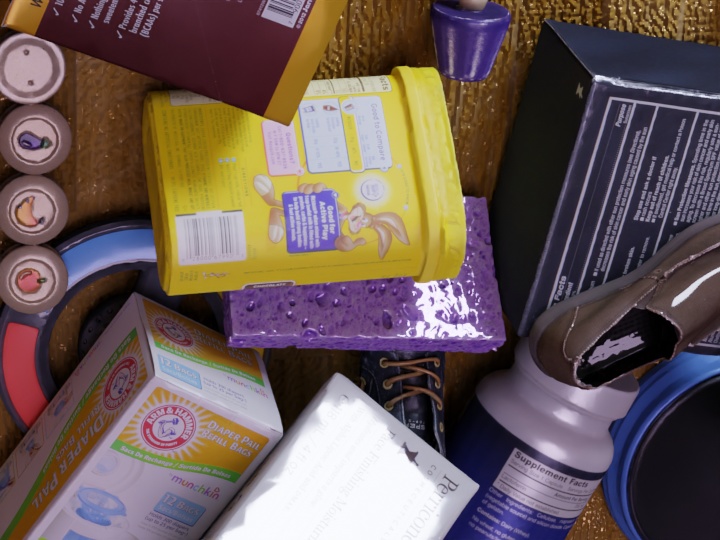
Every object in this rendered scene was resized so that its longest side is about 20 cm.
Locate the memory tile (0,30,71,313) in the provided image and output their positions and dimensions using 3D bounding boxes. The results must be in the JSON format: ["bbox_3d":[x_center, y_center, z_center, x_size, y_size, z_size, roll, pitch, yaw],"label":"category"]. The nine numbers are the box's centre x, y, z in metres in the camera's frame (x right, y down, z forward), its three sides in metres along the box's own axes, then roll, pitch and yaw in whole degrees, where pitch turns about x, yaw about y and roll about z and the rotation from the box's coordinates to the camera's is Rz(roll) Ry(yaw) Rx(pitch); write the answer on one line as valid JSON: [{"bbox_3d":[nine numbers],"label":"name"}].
[{"bbox_3d":[-0.270,-0.063,1.600,0.153,0.017,0.201,-1,109,-9],"label":"memory tile"}]

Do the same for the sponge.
[{"bbox_3d":[0.000,0.000,1.674,0.199,0.112,0.030,1,158,-17],"label":"sponge"}]

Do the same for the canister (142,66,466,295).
[{"bbox_3d":[-0.041,-0.060,1.614,0.199,0.149,0.087,-4,155,-10],"label":"canister"}]

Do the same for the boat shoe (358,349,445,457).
[{"bbox_3d":[0.036,0.081,1.731,0.071,0.091,0.201,-2,115,-15],"label":"boat shoe"}]

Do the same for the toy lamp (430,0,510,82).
[{"bbox_3d":[0.082,-0.227,1.618,0.058,0.058,0.201,2,113,-16],"label":"toy lamp"}]

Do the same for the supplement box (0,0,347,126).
[{"bbox_3d":[-0.108,-0.229,1.517,0.200,0.133,0.198,18,109,-23],"label":"supplement box"}]

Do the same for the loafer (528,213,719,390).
[{"bbox_3d":[0.215,0.030,1.630,0.200,0.071,0.073,-30,121,1],"label":"loafer"}]

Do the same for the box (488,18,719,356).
[{"bbox_3d":[0.208,-0.056,1.695,0.198,0.123,0.201,7,114,-20],"label":"box"}]

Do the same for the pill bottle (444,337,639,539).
[{"bbox_3d":[0.117,0.145,1.771,0.115,0.116,0.200,23,106,-24],"label":"pill bottle"}]

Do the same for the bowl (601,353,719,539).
[{"bbox_3d":[0.286,0.148,1.863,0.200,0.039,0.201,-6,117,-13],"label":"bowl"}]

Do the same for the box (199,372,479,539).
[{"bbox_3d":[-0.049,0.213,1.652,0.131,0.199,0.200,38,143,-1],"label":"box"}]

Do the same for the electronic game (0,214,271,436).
[{"bbox_3d":[-0.160,0.054,1.691,0.199,0.042,0.201,-7,117,-13],"label":"electronic game"}]

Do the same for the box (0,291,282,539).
[{"bbox_3d":[-0.159,0.133,1.654,0.112,0.101,0.200,28,112,-29],"label":"box"}]
